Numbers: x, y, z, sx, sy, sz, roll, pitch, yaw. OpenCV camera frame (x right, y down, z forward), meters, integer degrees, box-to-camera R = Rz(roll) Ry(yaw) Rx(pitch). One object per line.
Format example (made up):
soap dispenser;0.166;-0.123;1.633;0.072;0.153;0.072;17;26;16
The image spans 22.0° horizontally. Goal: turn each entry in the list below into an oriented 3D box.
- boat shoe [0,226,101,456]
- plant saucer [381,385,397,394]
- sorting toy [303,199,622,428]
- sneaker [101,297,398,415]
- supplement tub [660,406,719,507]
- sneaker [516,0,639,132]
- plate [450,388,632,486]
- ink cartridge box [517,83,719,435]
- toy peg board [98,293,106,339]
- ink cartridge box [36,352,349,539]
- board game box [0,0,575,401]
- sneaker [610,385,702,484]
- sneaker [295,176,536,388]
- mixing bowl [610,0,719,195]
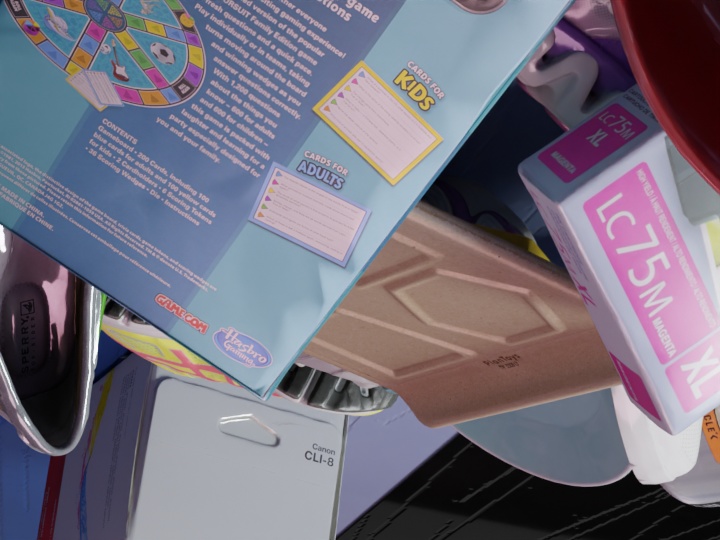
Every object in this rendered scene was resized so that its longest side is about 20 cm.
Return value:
boat shoe;-0.135;-0.020;0.743;0.074;0.065;0.204;-13;126;-25
plant saucer;0.080;0.039;0.843;0.069;0.019;0.200;16;160;-26
sorting toy;0.000;0.000;0.766;0.199;0.037;0.185;29;155;-23
sneaker;-0.070;0.031;1.051;0.198;0.079;0.090;23;158;-1
supplement tub;0.246;0.051;0.952;0.199;0.124;0.122;-15;149;38
sneaker;0.063;-0.125;0.670;0.088;0.081;0.200;-45;116;7
plate;0.072;0.038;1.001;0.199;0.026;0.201;33;152;20
ink cartridge box;0.166;-0.042;0.678;0.120;0.199;0.042;59;173;-32
toy peg board;-0.203;-0.007;0.891;0.198;0.099;0.199;12;176;-12
ink cartridge box;-0.116;0.151;1.244;0.144;0.146;0.200;17;154;-22
board game box;-0.038;-0.073;0.607;0.150;0.047;0.200;34;121;-8
sneaker;0.173;0.017;0.874;0.114;0.074;0.202;-3;122;14
sneaker;0.018;0.010;0.932;0.199;0.075;0.100;-4;131;44
mixing bowl;0.162;-0.106;0.574;0.198;0.202;0.108;9;-173;-6
